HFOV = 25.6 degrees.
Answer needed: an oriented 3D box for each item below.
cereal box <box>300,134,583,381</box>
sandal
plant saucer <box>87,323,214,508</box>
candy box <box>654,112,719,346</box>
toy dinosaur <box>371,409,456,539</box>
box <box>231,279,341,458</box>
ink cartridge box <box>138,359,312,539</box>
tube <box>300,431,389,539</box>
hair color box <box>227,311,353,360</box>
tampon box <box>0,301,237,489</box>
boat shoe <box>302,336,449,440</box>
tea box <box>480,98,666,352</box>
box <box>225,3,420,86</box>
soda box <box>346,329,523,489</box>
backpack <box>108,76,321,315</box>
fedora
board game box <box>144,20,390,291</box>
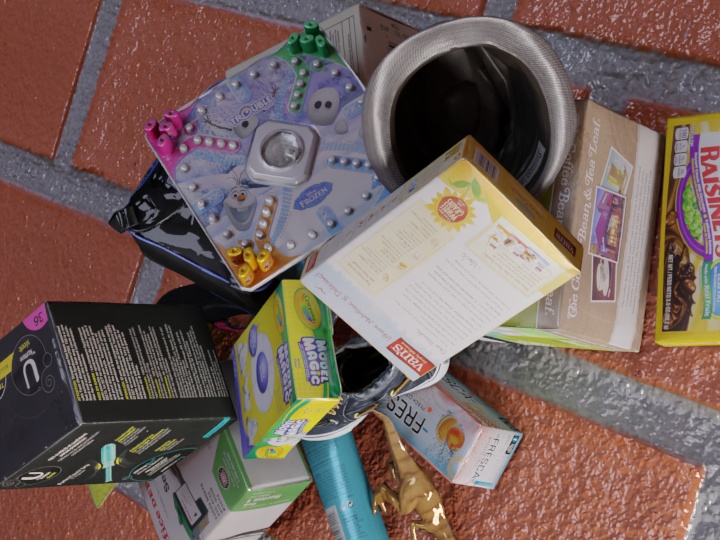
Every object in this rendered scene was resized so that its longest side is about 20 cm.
[{"bbox_3d":[0.066,-0.005,1.319,0.199,0.144,0.040,-34,24,33],"label":"cereal box"},{"bbox_3d":[-0.128,0.034,1.638,0.198,0.045,0.075,-12,35,33],"label":"sandal"},{"bbox_3d":[-0.232,0.132,1.718,0.201,0.048,0.200,-55,7,18],"label":"plant saucer"},{"bbox_3d":[0.306,-0.037,1.359,0.101,0.026,0.203,-3,77,39],"label":"candy box"},{"bbox_3d":[0.048,0.196,1.489,0.106,0.060,0.201,-1,120,59],"label":"toy dinosaur"},{"bbox_3d":[-0.067,0.090,1.460,0.200,0.048,0.119,132,135,-57],"label":"box"},{"bbox_3d":[-0.148,0.205,1.635,0.200,0.084,0.147,-51,55,43],"label":"ink cartridge box"},{"bbox_3d":[-0.028,0.183,1.561,0.077,0.050,0.202,-28,77,37],"label":"tube"},{"bbox_3d":[-0.045,0.042,1.642,0.111,0.064,0.201,40,106,40],"label":"hair color box"},{"bbox_3d":[-0.248,0.119,1.513,0.149,0.199,0.127,-35,65,34],"label":"tampon box"},{"bbox_3d":[-0.018,0.104,1.476,0.199,0.090,0.072,-30,70,34],"label":"boat shoe"},{"bbox_3d":[0.151,-0.039,1.429,0.195,0.133,0.203,3,82,44],"label":"tea box"},{"bbox_3d":[-0.033,-0.172,1.653,0.199,0.108,0.129,-20,68,38],"label":"box"},{"bbox_3d":[0.060,0.127,1.517,0.200,0.068,0.064,39,106,42],"label":"soda box"},{"bbox_3d":[-0.110,-0.075,1.538,0.182,0.147,0.201,26,78,14],"label":"backpack"},{"bbox_3d":[0.086,-0.136,1.317,0.175,0.201,0.091,-23,33,7],"label":"fedora"},{"bbox_3d":[-0.073,-0.111,1.454,0.199,0.026,0.201,-32,66,-6],"label":"board game box"}]
